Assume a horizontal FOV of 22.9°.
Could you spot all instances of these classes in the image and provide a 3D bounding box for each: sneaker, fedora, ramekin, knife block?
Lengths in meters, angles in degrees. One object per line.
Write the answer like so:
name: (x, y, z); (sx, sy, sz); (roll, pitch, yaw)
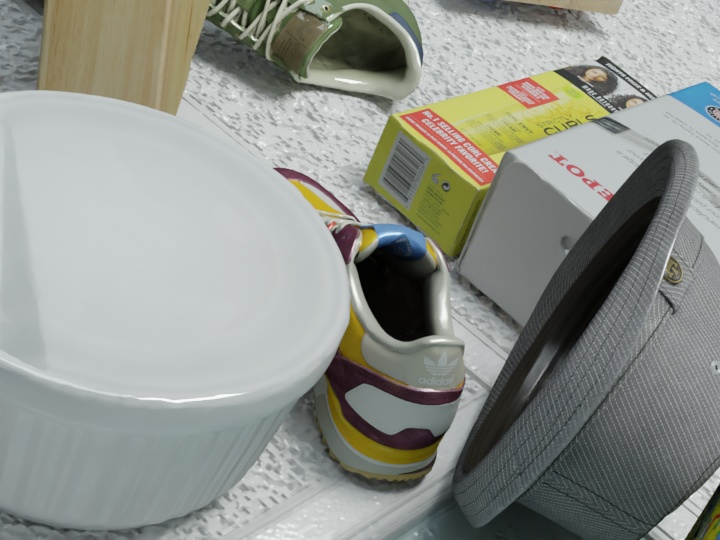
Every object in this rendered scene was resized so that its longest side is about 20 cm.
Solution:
sneaker: (-0.044, -0.153, 1.013); (0.200, 0.067, 0.090); (18, 33, -31)
fedora: (0.121, 0.046, 0.774); (0.090, 0.177, 0.200); (34, 36, -2)
sneaker: (0.000, 0.000, 0.832); (0.075, 0.090, 0.200); (-1, 41, -29)
ramekin: (-0.113, 0.019, 0.742); (0.201, 0.094, 0.203); (15, 36, -11)
knife block: (-0.117, -0.179, 0.883); (0.064, 0.176, 0.201); (7, 52, 6)

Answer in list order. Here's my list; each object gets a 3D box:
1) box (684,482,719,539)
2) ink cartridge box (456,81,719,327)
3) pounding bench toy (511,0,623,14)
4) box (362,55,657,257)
box: (0.213, 0.172, 0.692); (0.199, 0.122, 0.193); (30, 35, 10)
ink cartridge box: (0.171, -0.014, 0.948); (0.145, 0.084, 0.200); (41, 38, 25)
pounding bench toy: (0.111, -0.286, 1.214); (0.124, 0.156, 0.200); (4, 39, -23)
box: (0.097, -0.069, 1.012); (0.200, 0.050, 0.075); (-19, 53, -43)
